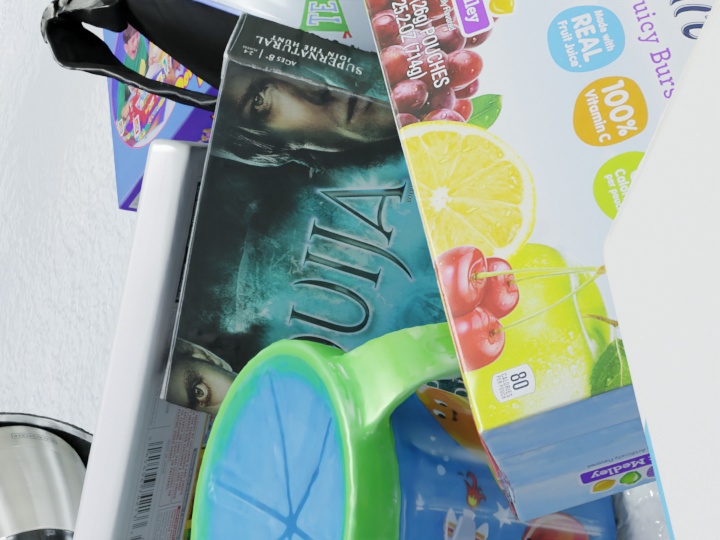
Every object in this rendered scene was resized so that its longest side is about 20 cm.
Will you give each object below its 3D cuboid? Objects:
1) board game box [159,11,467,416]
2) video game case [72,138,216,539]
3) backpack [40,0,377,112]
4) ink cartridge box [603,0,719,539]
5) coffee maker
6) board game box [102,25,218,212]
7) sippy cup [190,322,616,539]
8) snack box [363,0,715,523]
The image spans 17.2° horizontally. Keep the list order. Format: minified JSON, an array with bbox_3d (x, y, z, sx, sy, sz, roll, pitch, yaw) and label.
[{"bbox_3d":[0.000,0.000,0.911,0.200,0.135,0.028,105,-177,-47],"label":"board game box"},{"bbox_3d":[-0.067,0.044,1.062,0.023,0.182,0.201,13,95,20],"label":"video game case"},{"bbox_3d":[0.001,-0.110,0.961,0.190,0.199,0.155,30,96,57],"label":"backpack"},{"bbox_3d":[0.179,0.010,0.575,0.125,0.199,0.129,108,156,-55],"label":"ink cartridge box"},{"bbox_3d":[-0.176,0.205,1.267,0.200,0.134,0.193,-121,24,-52],"label":"coffee maker"},{"bbox_3d":[-0.072,-0.136,1.233,0.200,0.045,0.135,-47,43,47],"label":"board game box"},{"bbox_3d":[0.021,0.101,0.895,0.178,0.130,0.140,-25,60,57],"label":"sippy cup"},{"bbox_3d":[0.100,-0.040,0.755,0.068,0.168,0.201,64,-169,-55],"label":"snack box"}]
